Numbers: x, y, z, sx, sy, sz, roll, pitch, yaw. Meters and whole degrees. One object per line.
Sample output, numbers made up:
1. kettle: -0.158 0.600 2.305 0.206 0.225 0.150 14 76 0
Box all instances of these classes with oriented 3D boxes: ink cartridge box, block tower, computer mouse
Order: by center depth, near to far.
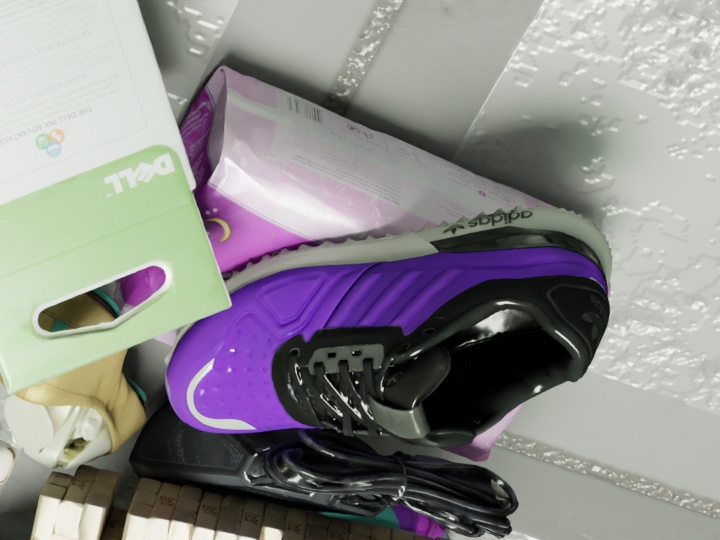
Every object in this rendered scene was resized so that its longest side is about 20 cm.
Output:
1. ink cartridge box: -0.133 -0.064 1.100 0.103 0.059 0.201 -22 111 -12
2. block tower: -0.050 0.138 1.231 0.199 0.054 0.058 13 104 -1
3. computer mouse: -0.030 0.082 1.253 0.138 0.053 0.200 17 170 -37

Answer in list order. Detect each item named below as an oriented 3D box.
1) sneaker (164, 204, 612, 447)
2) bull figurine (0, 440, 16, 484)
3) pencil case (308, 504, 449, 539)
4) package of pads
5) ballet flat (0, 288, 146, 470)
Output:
1. sneaker: 0.009 0.037 1.119 0.199 0.100 0.070 -17 124 13
2. bull figurine: -0.241 0.097 1.281 0.199 0.065 0.121 -12 161 19
3. pencil case: -0.012 0.197 1.297 0.092 0.200 0.085 -28 122 37
4. package of pads: 0.000 0.000 1.204 0.199 0.076 0.121 22 126 -16
5. ballet flat: -0.138 0.056 1.214 0.068 0.063 0.200 24 163 8
